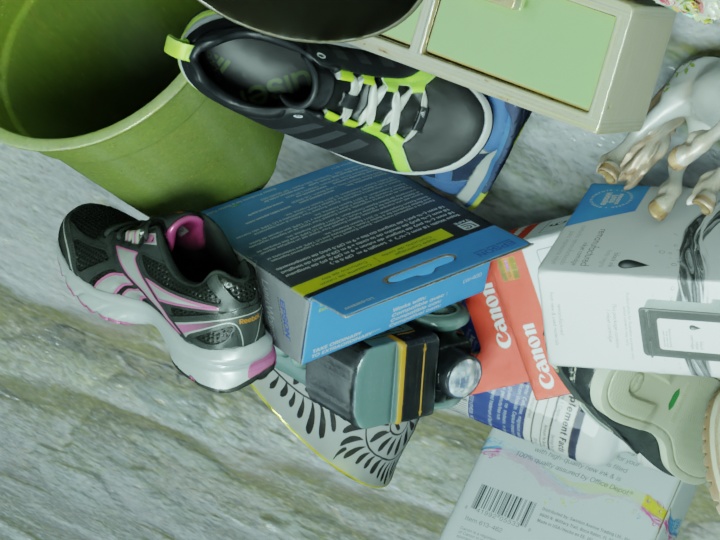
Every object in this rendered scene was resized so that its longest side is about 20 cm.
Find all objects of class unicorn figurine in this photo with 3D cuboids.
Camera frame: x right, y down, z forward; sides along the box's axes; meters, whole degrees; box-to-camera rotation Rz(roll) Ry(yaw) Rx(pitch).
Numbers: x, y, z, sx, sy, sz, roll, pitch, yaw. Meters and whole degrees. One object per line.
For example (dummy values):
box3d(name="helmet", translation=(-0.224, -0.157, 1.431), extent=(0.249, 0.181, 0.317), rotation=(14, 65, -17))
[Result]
box3d(name="unicorn figurine", translation=(0.218, -0.090, 1.327), extent=(0.200, 0.137, 0.074), rotation=(21, 153, 53))

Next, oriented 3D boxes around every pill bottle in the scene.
box3d(name="pill bottle", translation=(0.142, 0.069, 1.642), extent=(0.199, 0.111, 0.111), rotation=(21, 150, 14))

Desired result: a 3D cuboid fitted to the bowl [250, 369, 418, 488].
box3d(name="bowl", translation=(-0.013, 0.055, 1.740), extent=(0.094, 0.201, 0.201), rotation=(-43, 113, 14))

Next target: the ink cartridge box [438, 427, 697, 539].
box3d(name="ink cartridge box", translation=(0.157, 0.169, 1.697), extent=(0.145, 0.200, 0.083), rotation=(19, 153, 19))

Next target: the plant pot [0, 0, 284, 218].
box3d(name="plant pot", translation=(-0.139, -0.124, 1.538), extent=(0.199, 0.201, 0.190), rotation=(13, 161, 27))

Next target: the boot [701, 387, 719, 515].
box3d(name="boot", translation=(0.281, 0.079, 1.449), extent=(0.107, 0.200, 0.075), rotation=(-19, 121, 45))

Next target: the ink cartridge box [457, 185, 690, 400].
box3d(name="ink cartridge box", translation=(0.135, 0.023, 1.535), extent=(0.199, 0.050, 0.109), rotation=(-14, 102, 27))

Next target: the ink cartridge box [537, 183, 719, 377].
box3d(name="ink cartridge box", translation=(0.215, 0.006, 1.351), extent=(0.199, 0.116, 0.068), rotation=(4, 120, 22))

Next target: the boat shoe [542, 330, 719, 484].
box3d(name="boat shoe", translation=(0.180, 0.077, 1.474), extent=(0.068, 0.072, 0.200), rotation=(28, 175, 39))

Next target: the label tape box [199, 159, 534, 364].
box3d(name="label tape box", translation=(0.000, 0.000, 1.509), extent=(0.200, 0.144, 0.063), rotation=(32, 137, 52))

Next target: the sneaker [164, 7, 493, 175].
box3d(name="sneaker", translation=(-0.019, -0.098, 1.373), extent=(0.199, 0.072, 0.083), rotation=(15, -167, -5))

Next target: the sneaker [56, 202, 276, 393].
box3d(name="sneaker", translation=(-0.120, -0.007, 1.503), extent=(0.200, 0.080, 0.087), rotation=(30, 130, 38))

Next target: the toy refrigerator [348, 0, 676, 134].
box3d(name="toy refrigerator", translation=(0.071, -0.145, 1.349), extent=(0.200, 0.076, 0.070), rotation=(23, -164, 27))

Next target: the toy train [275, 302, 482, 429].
box3d(name="toy train", translation=(-0.010, 0.042, 1.581), extent=(0.200, 0.114, 0.086), rotation=(29, 121, 46))

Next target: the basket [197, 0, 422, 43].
box3d(name="basket", translation=(0.004, -0.235, 1.183), extent=(0.136, 0.200, 0.180), rotation=(43, 149, -25))

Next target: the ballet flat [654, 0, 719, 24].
box3d(name="ballet flat", translation=(0.163, -0.178, 1.259), extent=(0.199, 0.076, 0.064), rotation=(13, 173, 26))

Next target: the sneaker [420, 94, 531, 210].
box3d(name="sneaker", translation=(0.067, -0.108, 1.467), extent=(0.082, 0.074, 0.200), rotation=(30, 150, 2))
